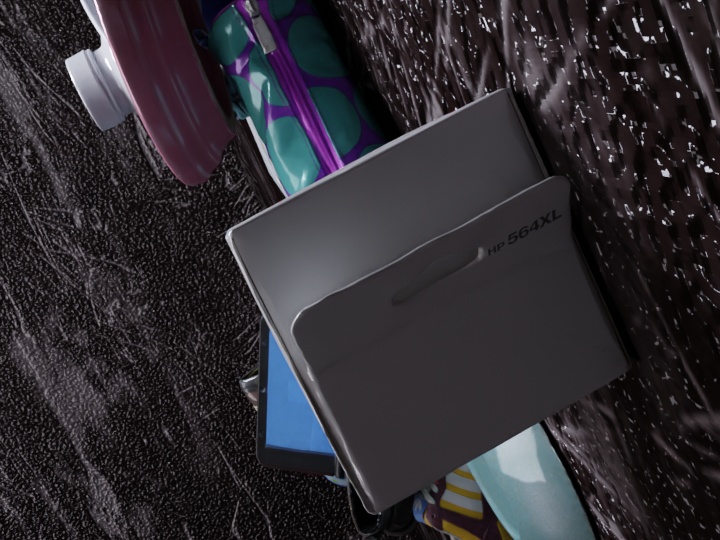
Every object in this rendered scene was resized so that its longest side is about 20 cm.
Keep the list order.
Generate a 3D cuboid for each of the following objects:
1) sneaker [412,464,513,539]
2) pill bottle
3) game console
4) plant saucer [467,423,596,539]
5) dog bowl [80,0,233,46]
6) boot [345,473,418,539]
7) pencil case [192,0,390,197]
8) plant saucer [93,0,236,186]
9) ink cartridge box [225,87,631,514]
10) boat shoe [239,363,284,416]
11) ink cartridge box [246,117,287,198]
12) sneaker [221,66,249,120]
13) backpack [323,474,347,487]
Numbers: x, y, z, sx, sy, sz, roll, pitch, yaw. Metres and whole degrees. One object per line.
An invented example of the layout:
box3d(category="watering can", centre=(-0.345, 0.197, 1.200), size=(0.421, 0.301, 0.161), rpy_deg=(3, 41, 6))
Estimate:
box3d(category="sneaker", centre=(0.078, 0.180, 0.780), size=(0.203, 0.089, 0.075), rpy_deg=(63, 173, -5))
box3d(category="pill bottle", centre=(-0.209, -0.232, 0.939), size=(0.113, 0.198, 0.112), rpy_deg=(60, 174, 12))
box3d(category="game console", centre=(-0.045, 0.161, 1.015), size=(0.172, 0.116, 0.204), rpy_deg=(-151, 62, -67))
box3d(category="plant saucer", centre=(0.104, 0.140, 0.640), size=(0.203, 0.038, 0.201), rpy_deg=(63, 174, 11))
box3d(category="dog bowl", centre=(-0.191, -0.285, 0.788), size=(0.199, 0.078, 0.203), rpy_deg=(34, 141, 33))
box3d(category="boot", centre=(0.021, 0.153, 0.806), size=(0.174, 0.068, 0.204), rpy_deg=(59, -157, -66))
box3d(category="pencil case", centre=(-0.030, -0.094, 0.576), size=(0.202, 0.084, 0.092), rpy_deg=(61, -174, 11))
box3d(category="plant saucer", centre=(-0.141, -0.166, 0.644), size=(0.201, 0.050, 0.204), rpy_deg=(-20, -89, -89))
box3d(category="ink cartridge box", centre=(0.019, 0.009, 0.406), size=(0.127, 0.127, 0.200), rpy_deg=(63, 174, -7))
box3d(category="boat shoe", centre=(-0.067, 0.100, 1.102), size=(0.066, 0.200, 0.072), rpy_deg=(50, 176, -22))
box3d(category="ink cartridge box", centre=(-0.097, -0.160, 1.032), size=(0.200, 0.043, 0.175), rpy_deg=(54, 169, 54))
box3d(category="sneaker", centre=(-0.081, -0.153, 0.738), size=(0.079, 0.085, 0.200), rpy_deg=(64, 174, -23))
box3d(category="backpack", centre=(-0.016, 0.187, 1.182), size=(0.200, 0.182, 0.148), rpy_deg=(47, 170, 30))
